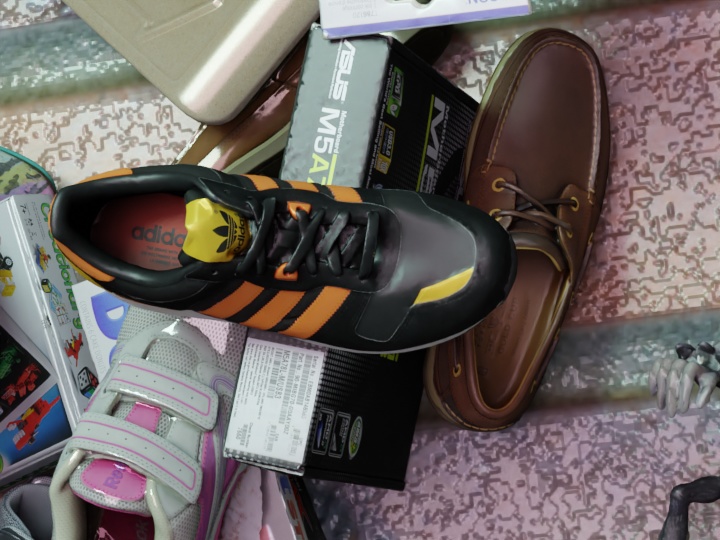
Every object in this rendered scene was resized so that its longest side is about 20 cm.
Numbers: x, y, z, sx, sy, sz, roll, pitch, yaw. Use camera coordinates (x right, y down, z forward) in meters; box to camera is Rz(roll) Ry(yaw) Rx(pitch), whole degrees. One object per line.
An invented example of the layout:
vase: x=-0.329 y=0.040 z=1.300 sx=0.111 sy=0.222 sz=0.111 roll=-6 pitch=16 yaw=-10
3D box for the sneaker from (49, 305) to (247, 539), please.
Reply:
sneaker: x=-0.092 y=0.083 z=1.299 sx=0.081 sy=0.088 sz=0.201 roll=10 pitch=87 yaw=17

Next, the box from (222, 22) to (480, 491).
box: x=0.000 y=0.000 z=1.332 sx=0.047 sy=0.193 sz=0.201 roll=11 pitch=86 yaw=18

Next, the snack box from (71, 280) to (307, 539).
snack box: x=-0.075 y=0.090 z=1.353 sx=0.072 sy=0.024 sz=0.201 roll=-20 pitch=79 yaw=13

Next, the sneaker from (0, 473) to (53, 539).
sneaker: x=-0.187 y=0.158 z=1.403 sx=0.199 sy=0.076 sz=0.114 roll=3 pitch=117 yaw=10

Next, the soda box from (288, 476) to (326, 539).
soda box: x=-0.064 y=0.112 z=1.398 sx=0.063 sy=0.071 sz=0.201 roll=-23 pitch=79 yaw=10

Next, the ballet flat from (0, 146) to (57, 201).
ballet flat: x=-0.256 y=-0.041 z=1.463 sx=0.199 sy=0.071 sz=0.069 roll=15 pitch=120 yaw=16

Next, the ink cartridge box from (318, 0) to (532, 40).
ink cartridge box: x=0.022 y=-0.205 z=1.246 sx=0.099 sy=0.039 sz=0.201 roll=-4 pitch=92 yaw=14

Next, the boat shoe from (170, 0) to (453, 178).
boat shoe: x=-0.047 y=-0.078 z=1.422 sx=0.200 sy=0.072 sz=0.068 roll=-41 pitch=71 yaw=-2

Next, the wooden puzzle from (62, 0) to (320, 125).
wooden puzzle: x=-0.072 y=-0.191 z=1.415 sx=0.200 sy=0.046 sz=0.185 roll=42 pitch=95 yaw=30

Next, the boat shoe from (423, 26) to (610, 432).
boat shoe: x=0.082 y=-0.018 z=1.368 sx=0.072 sy=0.068 sz=0.201 roll=14 pitch=89 yaw=-8

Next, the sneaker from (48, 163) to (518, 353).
sneaker: x=-0.037 y=-0.007 z=1.195 sx=0.199 sy=0.090 sz=0.070 roll=5 pitch=85 yaw=17

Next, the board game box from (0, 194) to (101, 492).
board game box: x=-0.216 y=0.057 z=1.427 sx=0.200 sy=0.035 sz=0.127 roll=-25 pitch=78 yaw=33

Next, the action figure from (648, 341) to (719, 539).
action figure: x=0.193 y=0.085 z=1.321 sx=0.119 sy=0.102 sz=0.201 roll=30 pitch=93 yaw=27
